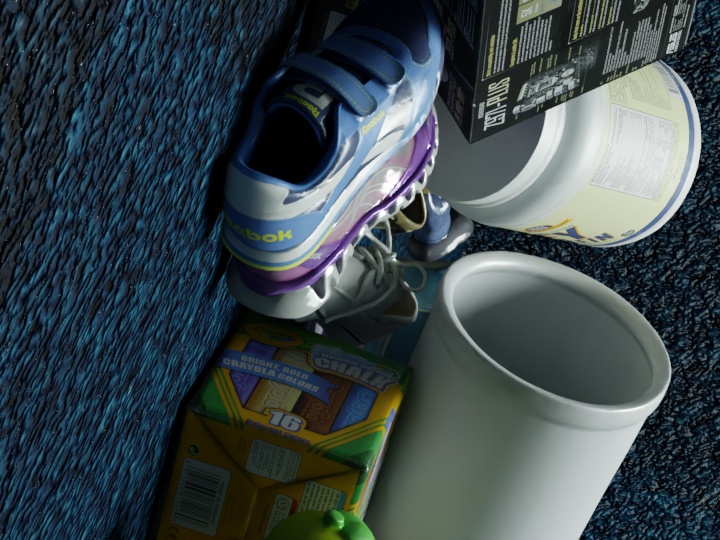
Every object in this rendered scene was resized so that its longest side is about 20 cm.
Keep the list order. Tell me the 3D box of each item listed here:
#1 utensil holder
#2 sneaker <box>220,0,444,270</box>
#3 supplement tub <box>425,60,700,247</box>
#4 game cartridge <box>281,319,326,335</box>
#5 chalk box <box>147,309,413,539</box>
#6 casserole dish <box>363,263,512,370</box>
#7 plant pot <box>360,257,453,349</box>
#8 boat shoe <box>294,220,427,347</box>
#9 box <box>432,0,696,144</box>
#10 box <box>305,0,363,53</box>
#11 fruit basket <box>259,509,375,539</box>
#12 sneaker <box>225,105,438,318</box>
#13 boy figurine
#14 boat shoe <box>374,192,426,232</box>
[{"bbox_3d":[0.097,0.115,1.694,0.201,0.169,0.170,-65,178,32],"label":"utensil holder"},{"bbox_3d":[-0.013,-0.095,1.414,0.201,0.074,0.082,-58,159,-23],"label":"sneaker"},{"bbox_3d":[0.129,-0.096,1.686,0.200,0.145,0.146,9,102,-53],"label":"supplement tub"},{"bbox_3d":[-0.039,0.019,1.839,0.200,0.038,0.130,94,12,-69],"label":"game cartridge"},{"bbox_3d":[-0.046,0.117,1.622,0.200,0.123,0.125,-59,167,-64],"label":"chalk box"},{"bbox_3d":[0.054,0.090,1.806,0.039,0.120,0.201,-62,170,-60],"label":"casserole dish"},{"bbox_3d":[0.039,0.069,2.029,0.200,0.173,0.201,19,90,-84],"label":"plant pot"},{"bbox_3d":[0.001,0.005,1.670,0.202,0.086,0.075,46,30,-65],"label":"boat shoe"},{"bbox_3d":[0.122,-0.187,1.491,0.163,0.086,0.200,-25,157,-12],"label":"box"},{"bbox_3d":[0.025,-0.230,1.533,0.158,0.051,0.201,-61,168,-65],"label":"box"},{"bbox_3d":[-0.059,0.234,1.487,0.156,0.214,0.217,79,31,-79],"label":"fruit basket"},{"bbox_3d":[-0.015,-0.066,1.513,0.200,0.080,0.089,-55,155,-32],"label":"sneaker"},{"bbox_3d":[0.031,-0.103,1.767,0.064,0.124,0.201,-31,137,-22],"label":"boy figurine"},{"bbox_3d":[0.006,-0.090,1.668,0.201,0.063,0.073,80,29,-57],"label":"boat shoe"}]
